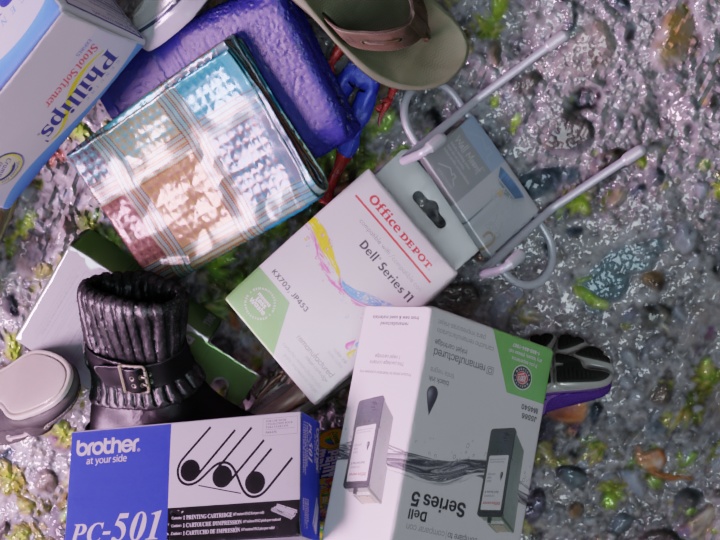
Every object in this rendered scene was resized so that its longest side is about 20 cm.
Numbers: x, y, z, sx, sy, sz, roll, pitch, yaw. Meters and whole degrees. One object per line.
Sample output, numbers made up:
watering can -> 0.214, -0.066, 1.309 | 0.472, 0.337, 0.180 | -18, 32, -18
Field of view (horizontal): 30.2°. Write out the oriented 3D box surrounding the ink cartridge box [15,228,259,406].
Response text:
ink cartridge box -> -0.191, 0.066, 1.176 | 0.199, 0.059, 0.104 | 34, 106, -4

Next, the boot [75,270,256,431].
boot -> -0.139, 0.090, 1.097 | 0.208, 0.079, 0.160 | 8, 107, 10

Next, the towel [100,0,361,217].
towel -> -0.110, -0.140, 1.100 | 0.198, 0.050, 0.149 | -21, 106, 27

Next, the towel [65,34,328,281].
towel -> -0.137, -0.082, 1.096 | 0.198, 0.022, 0.148 | -28, 101, 29

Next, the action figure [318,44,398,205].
action figure -> -0.001, -0.153, 1.106 | 0.065, 0.052, 0.202 | 28, 104, 3

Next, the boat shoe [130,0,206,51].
boat shoe -> -0.132, -0.256, 1.007 | 0.086, 0.075, 0.201 | 36, 127, -20

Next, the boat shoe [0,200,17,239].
boat shoe -> -0.347, -0.043, 1.160 | 0.072, 0.063, 0.203 | 18, 106, 0

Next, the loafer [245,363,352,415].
loafer -> -0.038, 0.085, 1.169 | 0.198, 0.072, 0.063 | -32, 84, 7

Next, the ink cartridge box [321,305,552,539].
ink cartridge box -> 0.060, 0.142, 1.033 | 0.144, 0.083, 0.203 | 19, 77, -39

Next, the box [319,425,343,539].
box -> -0.084, 0.242, 1.141 | 0.190, 0.200, 0.124 | -14, 103, 8

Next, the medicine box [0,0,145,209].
medicine box -> -0.299, -0.188, 1.052 | 0.182, 0.103, 0.201 | -46, 63, 15

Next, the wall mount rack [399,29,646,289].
wall mount rack -> 0.131, -0.093, 1.097 | 0.173, 0.074, 0.201 | -40, 100, -25

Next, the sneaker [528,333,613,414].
sneaker -> 0.128, 0.117, 1.162 | 0.197, 0.081, 0.084 | -18, 116, 19

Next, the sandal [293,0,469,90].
sandal -> 0.008, -0.200, 1.024 | 0.200, 0.057, 0.081 | 30, 90, -35

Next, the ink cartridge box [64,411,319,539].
ink cartridge box -> -0.129, 0.167, 1.028 | 0.197, 0.044, 0.096 | -7, 70, 18

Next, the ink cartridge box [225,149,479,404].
ink cartridge box -> 0.000, 0.000, 1.101 | 0.200, 0.067, 0.117 | -42, 87, -2

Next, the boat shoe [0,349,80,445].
boat shoe -> -0.292, 0.116, 1.165 | 0.198, 0.068, 0.057 | -14, 141, 43
